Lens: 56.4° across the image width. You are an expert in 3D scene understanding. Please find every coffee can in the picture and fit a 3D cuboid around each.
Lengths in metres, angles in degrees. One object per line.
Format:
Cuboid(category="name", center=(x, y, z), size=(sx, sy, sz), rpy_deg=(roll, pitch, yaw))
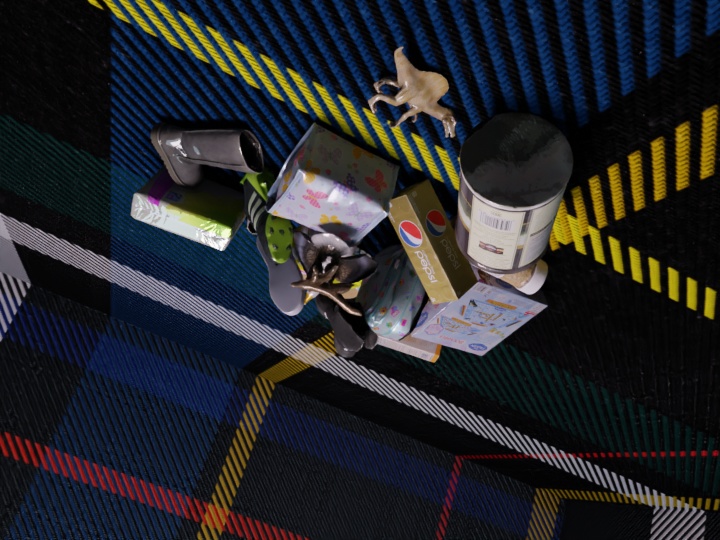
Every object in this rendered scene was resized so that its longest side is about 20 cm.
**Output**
Cuboid(category="coffee can", center=(0.209, -0.102, 0.948), size=(0.145, 0.148, 0.200), rpy_deg=(14, 158, 12))

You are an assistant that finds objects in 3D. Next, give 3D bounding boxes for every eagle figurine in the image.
Cuboid(category="eagle figurine", center=(-0.059, -0.005, 1.193), size=(0.150, 0.200, 0.153), rpy_deg=(-23, 106, 16))

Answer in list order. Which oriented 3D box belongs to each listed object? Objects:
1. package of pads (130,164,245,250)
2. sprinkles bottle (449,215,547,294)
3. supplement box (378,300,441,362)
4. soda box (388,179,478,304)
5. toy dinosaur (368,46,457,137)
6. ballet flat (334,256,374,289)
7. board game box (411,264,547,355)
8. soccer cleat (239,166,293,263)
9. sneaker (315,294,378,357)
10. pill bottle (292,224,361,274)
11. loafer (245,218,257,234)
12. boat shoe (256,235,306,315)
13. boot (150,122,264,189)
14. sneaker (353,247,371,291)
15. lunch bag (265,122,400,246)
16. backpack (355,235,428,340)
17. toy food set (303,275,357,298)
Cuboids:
Cuboid(category="package of pads", center=(-0.332, -0.129, 1.342), size=(0.198, 0.155, 0.069), rpy_deg=(21, 121, -4))
Cuboid(category="sprinkles bottle", center=(0.239, -0.027, 1.209), size=(0.199, 0.069, 0.068), rpy_deg=(26, 158, -15))
Cuboid(category="supplement box", center=(0.106, 0.126, 1.611), size=(0.198, 0.127, 0.074), rpy_deg=(19, 160, 3))
Cuboid(category="soda box", center=(0.119, -0.046, 1.139), size=(0.067, 0.064, 0.201), rpy_deg=(-13, 110, 53))
Cuboid(category="toy dinosaur", center=(0.063, -0.242, 0.887), size=(0.100, 0.059, 0.200), rpy_deg=(-11, 154, 27))
Cuboid(category="ballet flat", center=(0.000, 0.000, 1.405), size=(0.198, 0.067, 0.067), rpy_deg=(-5, 140, -32))
Cuboid(category="board game box", center=(0.232, 0.086, 1.337), size=(0.199, 0.041, 0.200), rpy_deg=(18, 133, -31))
Cuboid(category="soccer cleat", center=(-0.175, -0.098, 1.235), size=(0.067, 0.202, 0.081), rpy_deg=(3, 153, -43))
Cuboid(category="sneaker", center=(-0.028, 0.079, 1.247), size=(0.059, 0.201, 0.105), rpy_deg=(-7, 142, -23))
Cuboid(category="pill bottle", center=(-0.071, -0.059, 1.345), size=(0.104, 0.105, 0.200), rpy_deg=(28, 157, -22))
Cuboid(category="loafer", center=(-0.179, -0.117, 1.343), size=(0.075, 0.070, 0.200), rpy_deg=(25, 158, -16))
Cuboid(category="boat shoe", center=(-0.144, 0.011, 1.323), size=(0.074, 0.203, 0.086), rpy_deg=(-34, 146, 9))
Cuboid(category="boot", center=(-0.265, -0.204, 1.232), size=(0.198, 0.073, 0.182), rpy_deg=(5, 157, 17))
Cuboid(category="sneaker", center=(0.006, 0.014, 1.484), size=(0.199, 0.087, 0.075), rpy_deg=(29, 158, -20))
Cuboid(category="lunch bag", center=(-0.056, -0.132, 1.136), size=(0.168, 0.128, 0.200), rpy_deg=(23, 149, -16))
Cuboid(category="backpack", center=(0.068, 0.034, 1.319), size=(0.126, 0.202, 0.167), rpy_deg=(26, 158, -12))
Cuboid(category="toy food set", center=(-0.076, 0.011, 1.595), size=(0.197, 0.049, 0.200), rpy_deg=(25, 158, -13))
